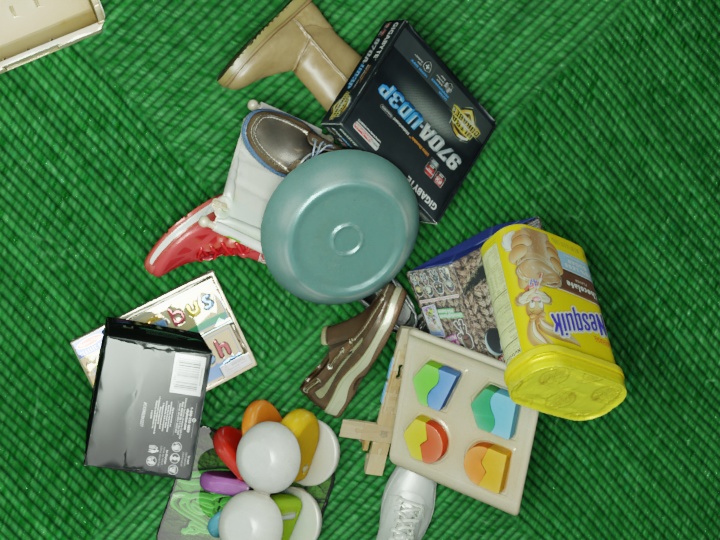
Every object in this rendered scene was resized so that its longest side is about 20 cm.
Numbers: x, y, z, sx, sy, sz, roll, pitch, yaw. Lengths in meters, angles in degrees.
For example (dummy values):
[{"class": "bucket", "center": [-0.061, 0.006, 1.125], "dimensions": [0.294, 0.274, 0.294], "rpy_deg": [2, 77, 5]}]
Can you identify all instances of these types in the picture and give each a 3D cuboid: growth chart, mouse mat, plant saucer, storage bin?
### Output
[{"class": "growth chart", "center": [-0.105, -0.108, 1.652], "dimensions": [0.144, 0.018, 0.202], "rpy_deg": [31, 61, -25]}, {"class": "mouse mat", "center": [-0.144, 0.300, 1.732], "dimensions": [0.197, 0.008, 0.163], "rpy_deg": [19, 90, -10]}, {"class": "plant saucer", "center": [-0.019, -0.042, 1.616], "dimensions": [0.197, 0.036, 0.203], "rpy_deg": [-7, 116, -14]}, {"class": "storage bin", "center": [-0.425, -0.343, 1.591], "dimensions": [0.198, 0.094, 0.201], "rpy_deg": [-24, 98, -8]}]

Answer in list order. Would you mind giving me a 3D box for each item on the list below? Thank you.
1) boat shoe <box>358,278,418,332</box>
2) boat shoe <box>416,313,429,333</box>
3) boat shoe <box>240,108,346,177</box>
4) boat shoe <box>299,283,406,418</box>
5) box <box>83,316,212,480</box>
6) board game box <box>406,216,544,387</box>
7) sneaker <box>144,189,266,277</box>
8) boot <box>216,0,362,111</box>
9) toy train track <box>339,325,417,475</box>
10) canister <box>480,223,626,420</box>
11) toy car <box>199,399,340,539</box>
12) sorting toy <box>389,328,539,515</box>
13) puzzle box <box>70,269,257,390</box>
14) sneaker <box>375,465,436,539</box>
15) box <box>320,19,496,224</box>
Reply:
[{"class": "boat shoe", "center": [-0.002, 0.002, 1.706], "dimensions": [0.073, 0.068, 0.200], "rpy_deg": [-38, 100, -6]}, {"class": "boat shoe", "center": [0.109, 0.153, 1.742], "dimensions": [0.073, 0.060, 0.203], "rpy_deg": [-10, 96, -9]}, {"class": "boat shoe", "center": [-0.050, -0.132, 1.632], "dimensions": [0.199, 0.072, 0.073], "rpy_deg": [29, 83, -26]}, {"class": "boat shoe", "center": [-0.016, 0.092, 1.676], "dimensions": [0.074, 0.075, 0.204], "rpy_deg": [29, 117, -2]}, {"class": "box", "center": [-0.248, 0.144, 1.577], "dimensions": [0.122, 0.200, 0.151], "rpy_deg": [10, 92, -12]}, {"class": "board game box", "center": [0.175, 0.059, 1.702], "dimensions": [0.158, 0.096, 0.202], "rpy_deg": [-27, 99, -32]}, {"class": "sneaker", "center": [-0.159, -0.030, 1.663], "dimensions": [0.199, 0.078, 0.116], "rpy_deg": [-38, 88, -5]}, {"class": "boot", "center": [-0.053, -0.222, 1.670], "dimensions": [0.200, 0.066, 0.175], "rpy_deg": [47, 71, -11]}, {"class": "toy train track", "center": [0.037, 0.162, 1.727], "dimensions": [0.113, 0.033, 0.203], "rpy_deg": [9, 108, -14]}, {"class": "canister", "center": [0.219, 0.057, 1.576], "dimensions": [0.147, 0.086, 0.202], "rpy_deg": [18, 46, -33]}, {"class": "toy car", "center": [-0.126, 0.257, 1.664], "dimensions": [0.148, 0.175, 0.203], "rpy_deg": [15, 91, 23]}, {"class": "sorting toy", "center": [0.122, 0.187, 1.652], "dimensions": [0.183, 0.036, 0.203], "rpy_deg": [19, 118, 26]}, {"class": "puzzle box", "center": [-0.243, 0.101, 1.690], "dimensions": [0.198, 0.025, 0.134], "rpy_deg": [-27, 98, -7]}, {"class": "sneaker", "center": [0.057, 0.337, 1.718], "dimensions": [0.073, 0.116, 0.203], "rpy_deg": [18, 89, -9]}, {"class": "box", "center": [0.062, -0.181, 1.667], "dimensions": [0.200, 0.046, 0.160], "rpy_deg": [43, 71, -33]}]
